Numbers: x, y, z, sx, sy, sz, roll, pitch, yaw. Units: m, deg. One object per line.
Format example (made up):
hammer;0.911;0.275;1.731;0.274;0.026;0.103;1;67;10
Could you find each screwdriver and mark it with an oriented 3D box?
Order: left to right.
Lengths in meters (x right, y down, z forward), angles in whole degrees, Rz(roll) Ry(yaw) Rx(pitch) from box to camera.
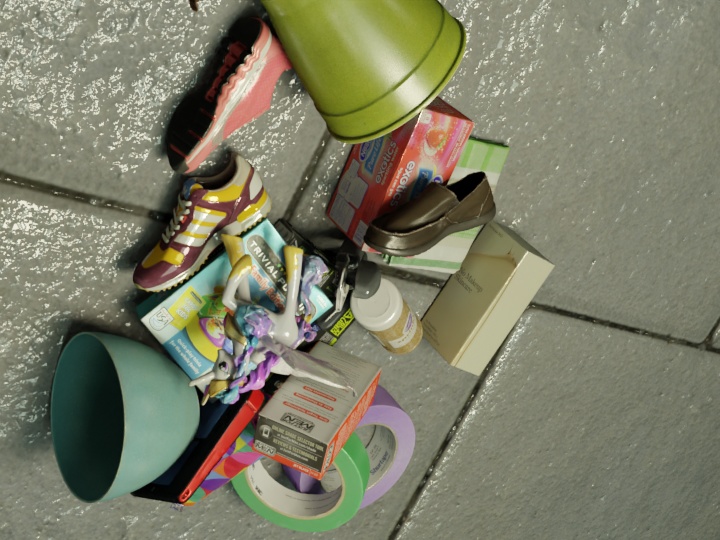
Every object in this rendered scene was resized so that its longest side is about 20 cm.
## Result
screwdriver;-0.084;0.102;1.610;0.200;0.029;0.028;-47;136;-7

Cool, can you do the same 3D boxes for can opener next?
can opener;0.000;0.000;1.552;0.066;0.200;0.054;8;109;6

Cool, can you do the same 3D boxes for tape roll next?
tape roll;-0.086;0.278;1.699;0.198;0.048;0.203;8;123;12
tape roll;-0.017;0.268;1.813;0.198;0.066;0.202;-18;128;-24

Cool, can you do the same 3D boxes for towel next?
towel;0.118;-0.094;1.688;0.148;0.031;0.202;6;114;-40

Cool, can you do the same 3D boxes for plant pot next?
plant pot;-0.277;0.176;1.479;0.134;0.200;0.202;2;119;-39
plant pot;-0.013;-0.285;1.365;0.200;0.200;0.193;-43;122;-1

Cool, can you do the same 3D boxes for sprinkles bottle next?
sprinkles bottle;0.038;0.064;1.654;0.068;0.068;0.200;-43;161;-1

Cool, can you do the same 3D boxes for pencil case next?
pencil case;-0.189;0.242;1.622;0.199;0.089;0.088;-38;138;24

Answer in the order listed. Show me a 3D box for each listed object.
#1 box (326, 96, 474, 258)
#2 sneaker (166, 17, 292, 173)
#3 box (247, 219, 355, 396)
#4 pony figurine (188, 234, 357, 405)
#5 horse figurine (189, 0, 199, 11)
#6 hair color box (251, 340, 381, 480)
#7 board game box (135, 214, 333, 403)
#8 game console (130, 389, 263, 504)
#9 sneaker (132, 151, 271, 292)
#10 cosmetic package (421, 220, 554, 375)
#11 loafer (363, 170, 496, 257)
box;0.049;-0.130;1.560;0.094;0.103;0.202;8;114;-39
sneaker;-0.146;-0.189;1.403;0.086;0.074;0.201;27;102;-44
box;-0.105;0.059;1.622;0.200;0.048;0.193;-49;137;3
pony figurine;-0.102;0.073;1.449;0.191;0.166;0.203;14;83;-27
horse figurine;-0.140;-0.374;1.286;0.132;0.050;0.202;1;112;-55
hair color box;-0.054;0.177;1.570;0.200;0.100;0.062;-48;156;-58
board game box;-0.157;0.045;1.519;0.199;0.047;0.151;-39;116;-2
game console;-0.212;0.217;1.538;0.031;0.199;0.177;46;65;-15
sneaker;-0.206;-0.061;1.458;0.199;0.075;0.091;-40;126;-13
cosmetic package;0.181;0.040;1.768;0.073;0.104;0.201;22;105;-41
loafer;0.085;-0.078;1.508;0.198;0.073;0.072;-24;127;-32
